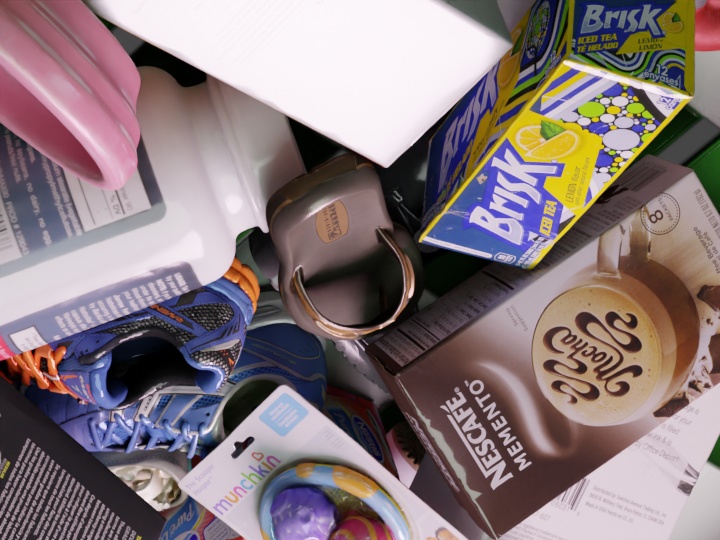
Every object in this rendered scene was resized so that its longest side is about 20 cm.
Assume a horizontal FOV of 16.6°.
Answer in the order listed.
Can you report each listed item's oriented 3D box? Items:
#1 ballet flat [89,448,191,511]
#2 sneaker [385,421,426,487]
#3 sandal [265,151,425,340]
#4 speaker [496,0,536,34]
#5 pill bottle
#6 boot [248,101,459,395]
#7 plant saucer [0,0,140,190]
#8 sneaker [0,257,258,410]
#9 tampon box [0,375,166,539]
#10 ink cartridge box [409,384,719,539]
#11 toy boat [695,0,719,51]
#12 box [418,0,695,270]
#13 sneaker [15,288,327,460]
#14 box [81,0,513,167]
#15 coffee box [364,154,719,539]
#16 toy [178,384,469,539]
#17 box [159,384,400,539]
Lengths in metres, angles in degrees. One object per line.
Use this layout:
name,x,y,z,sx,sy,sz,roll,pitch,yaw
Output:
ballet flat,-0.195,0.147,1.493,0.199,0.064,0.068,-23,138,5
sneaker,0.057,0.181,1.614,0.200,0.071,0.112,33,114,-32
sandal,0.000,0.000,1.292,0.081,0.055,0.200,-31,159,-7
speaker,0.122,-0.201,1.232,0.081,0.082,0.200,15,128,-32
pill bottle,-0.129,-0.038,1.283,0.199,0.120,0.120,-19,138,0
boot,0.060,-0.027,1.411,0.200,0.066,0.165,-36,137,12
plant saucer,-0.175,-0.119,1.147,0.051,0.200,0.201,-51,136,-9
sneaker,-0.156,0.038,1.357,0.199,0.079,0.076,-10,139,11
tampon box,-0.237,0.142,1.352,0.149,0.127,0.200,-19,127,40
ink cartridge box,0.133,0.091,1.478,0.146,0.084,0.201,24,92,-37
toy boat,0.250,-0.153,1.291,0.199,0.131,0.131,-4,136,-16
box,0.095,-0.075,1.244,0.070,0.065,0.200,14,151,-14
sneaker,-0.113,0.072,1.435,0.199,0.077,0.076,-18,140,2
box,-0.039,-0.157,1.188,0.199,0.125,0.097,26,122,-38
coffee box,0.117,0.041,1.360,0.199,0.080,0.113,-35,105,-6
toy,-0.005,0.167,1.406,0.200,0.047,0.115,39,128,-10
box,-0.073,0.164,1.529,0.095,0.100,0.200,25,122,-37
